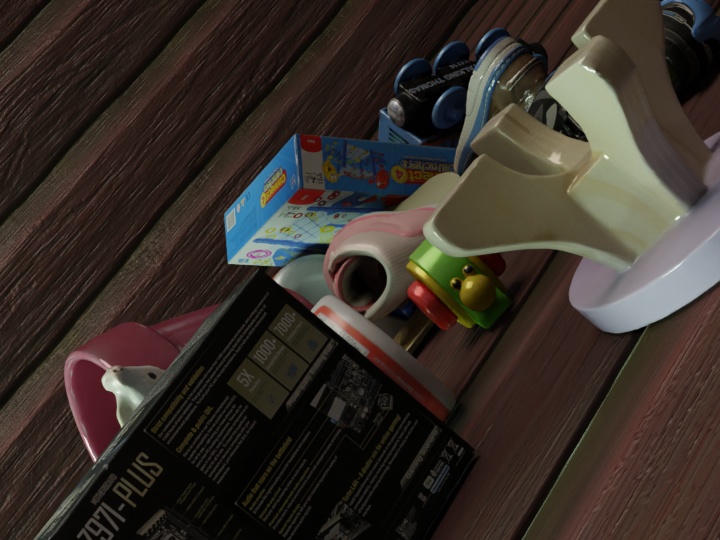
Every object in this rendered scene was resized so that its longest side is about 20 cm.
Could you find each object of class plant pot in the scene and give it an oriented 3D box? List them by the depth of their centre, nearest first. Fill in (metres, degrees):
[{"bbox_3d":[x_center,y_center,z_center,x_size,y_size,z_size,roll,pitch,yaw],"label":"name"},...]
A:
[{"bbox_3d":[-0.108,0.108,1.234,0.179,0.200,0.200,-31,-3,-27],"label":"plant pot"}]

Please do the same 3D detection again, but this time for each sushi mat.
[{"bbox_3d":[0.067,0.021,1.280,0.200,0.012,0.096,-52,8,-8],"label":"sushi mat"}]

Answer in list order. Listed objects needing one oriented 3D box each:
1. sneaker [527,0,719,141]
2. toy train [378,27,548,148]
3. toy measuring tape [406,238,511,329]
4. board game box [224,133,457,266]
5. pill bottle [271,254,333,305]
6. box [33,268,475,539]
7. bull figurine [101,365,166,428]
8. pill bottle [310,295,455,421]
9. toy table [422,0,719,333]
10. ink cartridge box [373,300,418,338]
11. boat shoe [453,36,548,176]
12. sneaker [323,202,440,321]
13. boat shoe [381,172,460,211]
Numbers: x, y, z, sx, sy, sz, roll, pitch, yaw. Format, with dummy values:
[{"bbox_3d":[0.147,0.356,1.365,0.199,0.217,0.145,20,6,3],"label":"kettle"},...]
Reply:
[{"bbox_3d":[0.173,-0.122,1.102,0.083,0.071,0.200,-47,6,-40],"label":"sneaker"},{"bbox_3d":[0.107,-0.168,1.567,0.200,0.087,0.114,-25,-40,-30],"label":"toy train"},{"bbox_3d":[0.062,0.002,1.134,0.074,0.074,0.200,-50,9,-1],"label":"toy measuring tape"},{"bbox_3d":[-0.007,-0.060,1.497,0.200,0.195,0.056,139,129,-59],"label":"board game box"},{"bbox_3d":[-0.067,0.059,1.571,0.110,0.110,0.200,-53,7,-23],"label":"pill bottle"},{"bbox_3d":[-0.060,0.131,0.833,0.200,0.164,0.086,-55,8,-34],"label":"box"},{"bbox_3d":[-0.145,0.159,1.024,0.121,0.065,0.200,-43,-43,-38],"label":"bull figurine"},{"bbox_3d":[-0.041,0.124,0.981,0.200,0.112,0.112,-50,6,-3],"label":"pill bottle"},{"bbox_3d":[0.131,-0.055,0.796,0.184,0.117,0.200,-53,6,-26],"label":"toy table"},{"bbox_3d":[-0.017,0.086,1.385,0.200,0.039,0.099,-49,5,0],"label":"ink cartridge box"},{"bbox_3d":[0.126,-0.105,1.288,0.072,0.072,0.200,-43,-22,-17],"label":"boat shoe"},{"bbox_3d":[0.000,0.000,1.289,0.105,0.075,0.200,-30,6,-32],"label":"sneaker"},{"bbox_3d":[0.049,-0.031,1.375,0.074,0.063,0.201,-49,9,-30],"label":"boat shoe"}]
